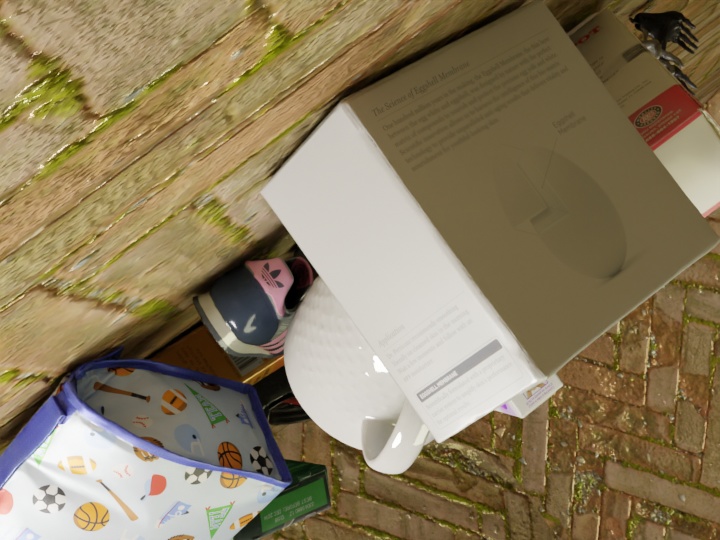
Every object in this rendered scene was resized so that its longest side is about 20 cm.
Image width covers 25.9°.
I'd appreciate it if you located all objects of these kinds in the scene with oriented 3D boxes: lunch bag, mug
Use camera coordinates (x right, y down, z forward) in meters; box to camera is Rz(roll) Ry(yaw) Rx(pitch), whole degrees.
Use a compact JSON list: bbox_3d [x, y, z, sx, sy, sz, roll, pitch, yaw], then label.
[{"bbox_3d":[-0.187,0.153,1.195,0.200,0.124,0.170,16,125,-44],"label":"lunch bag"},{"bbox_3d":[0.037,0.050,1.118,0.175,0.147,0.200,124,-20,-51],"label":"mug"}]

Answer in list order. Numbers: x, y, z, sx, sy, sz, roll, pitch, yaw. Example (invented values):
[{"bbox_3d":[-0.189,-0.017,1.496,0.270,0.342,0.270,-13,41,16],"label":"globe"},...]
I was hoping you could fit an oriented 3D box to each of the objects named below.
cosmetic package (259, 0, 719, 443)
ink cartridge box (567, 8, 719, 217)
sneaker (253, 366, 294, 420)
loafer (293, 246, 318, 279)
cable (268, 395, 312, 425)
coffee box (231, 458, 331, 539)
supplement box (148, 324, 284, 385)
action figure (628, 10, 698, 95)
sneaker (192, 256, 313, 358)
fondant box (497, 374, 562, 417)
[{"bbox_3d":[0.082,-0.035,0.995,0.199,0.200,0.123,-31,175,-39],"label":"cosmetic package"},{"bbox_3d":[0.183,-0.095,1.192,0.146,0.083,0.200,-37,-149,10],"label":"ink cartridge box"},{"bbox_3d":[-0.120,0.107,1.418,0.200,0.104,0.060,-35,174,-17],"label":"sneaker"},{"bbox_3d":[0.032,-0.042,1.286,0.200,0.071,0.073,-41,173,35],"label":"loafer"},{"bbox_3d":[-0.016,0.110,1.450,0.200,0.050,0.097,-1,-156,45],"label":"cable"},{"bbox_3d":[-0.136,0.198,1.394,0.200,0.044,0.123,1,-169,44],"label":"coffee box"},{"bbox_3d":[-0.157,0.102,1.345,0.200,0.069,0.067,-31,172,-16],"label":"supplement box"},{"bbox_3d":[0.228,-0.155,1.354,0.200,0.102,0.119,-35,143,-39],"label":"action figure"},{"bbox_3d":[-0.065,0.024,1.250,0.082,0.070,0.200,-35,176,9],"label":"sneaker"},{"bbox_3d":[0.106,0.049,1.600,0.058,0.200,0.144,-39,-170,-12],"label":"fondant box"}]
